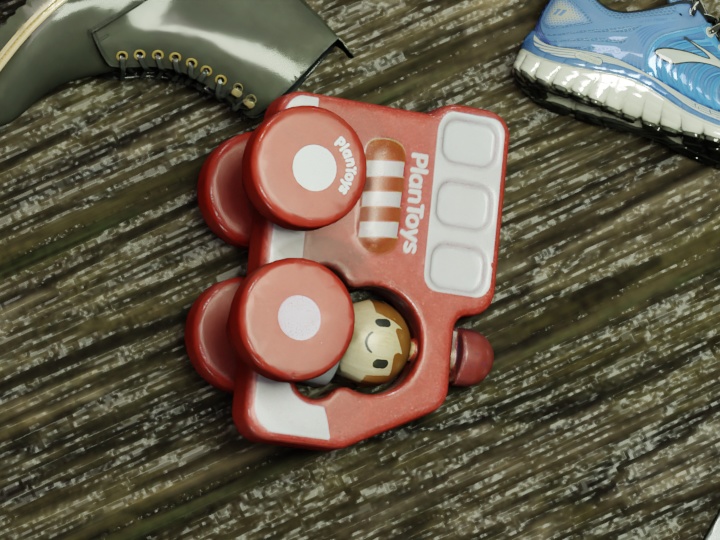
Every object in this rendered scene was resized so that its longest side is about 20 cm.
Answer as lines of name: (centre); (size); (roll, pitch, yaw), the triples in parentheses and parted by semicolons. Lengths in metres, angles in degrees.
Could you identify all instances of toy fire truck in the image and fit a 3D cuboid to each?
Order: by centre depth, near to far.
toy fire truck: (0.000, 0.000, 1.590); (0.167, 0.112, 0.201); (8, 80, -19)

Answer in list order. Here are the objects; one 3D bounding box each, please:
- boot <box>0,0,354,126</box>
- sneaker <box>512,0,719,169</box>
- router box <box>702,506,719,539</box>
boot: (-0.115, -0.116, 1.620); (0.200, 0.077, 0.138); (-41, 88, -6)
sneaker: (0.191, -0.113, 1.620); (0.199, 0.079, 0.089); (20, 83, 3)
router box: (0.278, 0.138, 1.589); (0.149, 0.051, 0.200); (28, 81, 5)
